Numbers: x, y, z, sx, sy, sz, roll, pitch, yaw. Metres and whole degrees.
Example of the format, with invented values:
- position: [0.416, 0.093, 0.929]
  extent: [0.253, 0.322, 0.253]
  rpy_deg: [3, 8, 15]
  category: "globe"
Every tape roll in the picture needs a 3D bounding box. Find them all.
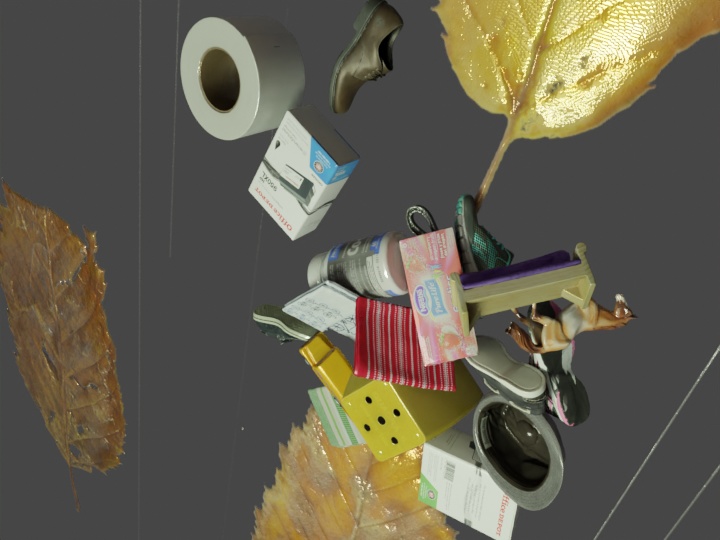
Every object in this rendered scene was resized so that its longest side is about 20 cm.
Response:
- position: [-0.217, -0.359, 1.057]
  extent: [0.197, 0.138, 0.210]
  rpy_deg: [14, 116, 29]
  category: "tape roll"

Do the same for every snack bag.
- position: [-0.032, 0.090, 1.102]
  extent: [0.196, 0.022, 0.187]
  rpy_deg: [29, 149, -24]
  category: "snack bag"

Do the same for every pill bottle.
- position: [0.000, 0.000, 1.072]
  extent: [0.195, 0.113, 0.118]
  rpy_deg: [-12, 103, 37]
  category: "pill bottle"

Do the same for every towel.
- position: [0.078, 0.128, 0.998]
  extent: [0.193, 0.150, 0.023]
  rpy_deg: [12, 151, -16]
  category: "towel"
- position: [-0.021, 0.323, 1.283]
  extent: [0.196, 0.023, 0.157]
  rpy_deg: [-20, 97, 40]
  category: "towel"

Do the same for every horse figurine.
- position: [0.310, 0.067, 0.876]
  extent: [0.196, 0.050, 0.135]
  rpy_deg: [-32, 92, -6]
  category: "horse figurine"

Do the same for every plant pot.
- position: [0.080, 0.236, 1.076]
  extent: [0.198, 0.175, 0.203]
  rpy_deg: [-36, 88, 39]
  category: "plant pot"

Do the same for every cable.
- position: [0.143, -0.023, 1.003]
  extent: [0.095, 0.050, 0.206]
  rpy_deg: [-19, 98, 33]
  category: "cable"

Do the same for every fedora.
- position: [0.290, 0.300, 0.997]
  extent: [0.199, 0.088, 0.182]
  rpy_deg: [41, 126, 41]
  category: "fedora"

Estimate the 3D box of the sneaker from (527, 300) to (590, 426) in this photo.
- position: [0.307, 0.156, 0.949]
  extent: [0.086, 0.078, 0.208]
  rpy_deg: [-12, 91, 66]
  category: "sneaker"

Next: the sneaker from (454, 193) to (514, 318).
- position: [0.210, -0.029, 0.950]
  extent: [0.088, 0.078, 0.208]
  rpy_deg: [-12, 93, 6]
  category: "sneaker"

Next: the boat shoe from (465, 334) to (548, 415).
- position: [0.242, 0.174, 0.971]
  extent: [0.198, 0.072, 0.062]
  rpy_deg: [30, 144, 55]
  category: "boat shoe"

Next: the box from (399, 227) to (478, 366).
- position: [0.131, 0.043, 0.941]
  extent: [0.091, 0.103, 0.208]
  rpy_deg: [-12, 87, 9]
  category: "box"

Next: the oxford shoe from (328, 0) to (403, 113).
- position: [0.007, -0.341, 0.951]
  extent: [0.084, 0.072, 0.202]
  rpy_deg: [41, 127, 11]
  category: "oxford shoe"

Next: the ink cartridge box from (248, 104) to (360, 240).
- position: [-0.112, -0.185, 1.091]
  extent: [0.145, 0.084, 0.201]
  rpy_deg: [46, 129, 10]
  category: "ink cartridge box"

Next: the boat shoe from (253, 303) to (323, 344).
- position: [-0.159, 0.128, 1.267]
  extent: [0.195, 0.074, 0.064]
  rpy_deg: [12, 124, 34]
  category: "boat shoe"

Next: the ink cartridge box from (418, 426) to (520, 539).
- position: [0.218, 0.411, 1.110]
  extent: [0.194, 0.084, 0.151]
  rpy_deg: [17, 119, 27]
  category: "ink cartridge box"

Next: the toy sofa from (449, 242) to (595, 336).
- position: [0.227, 0.016, 0.821]
  extent: [0.192, 0.083, 0.101]
  rpy_deg: [-13, 60, 6]
  category: "toy sofa"

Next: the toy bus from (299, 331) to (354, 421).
- position: [-0.042, 0.224, 1.172]
  extent: [0.202, 0.065, 0.078]
  rpy_deg: [54, 165, -8]
  category: "toy bus"
